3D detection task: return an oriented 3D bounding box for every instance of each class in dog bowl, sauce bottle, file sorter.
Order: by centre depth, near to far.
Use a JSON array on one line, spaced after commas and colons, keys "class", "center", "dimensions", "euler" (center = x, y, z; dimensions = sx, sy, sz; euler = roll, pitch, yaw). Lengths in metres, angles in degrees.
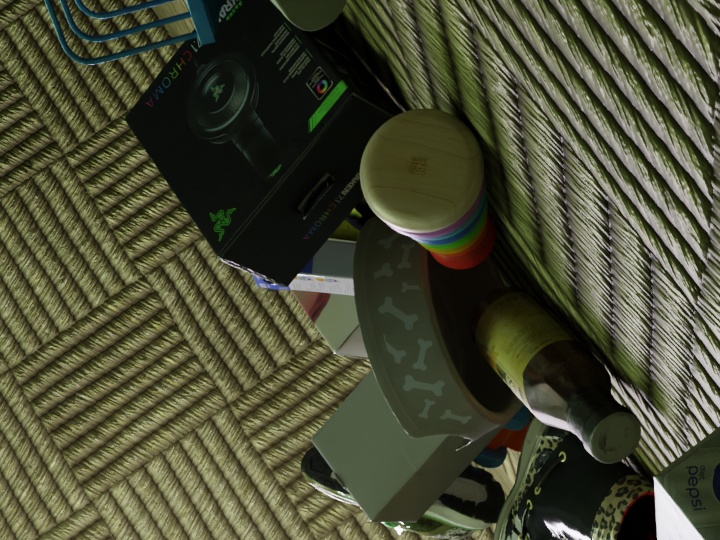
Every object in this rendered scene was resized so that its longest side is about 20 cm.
[{"class": "sauce bottle", "center": [0.142, 0.077, 1.390], "dimensions": [0.066, 0.066, 0.200], "euler": [57, 178, -29]}, {"class": "dog bowl", "center": [0.067, 0.043, 1.506], "dimensions": [0.200, 0.058, 0.201], "euler": [46, -146, -44]}, {"class": "file sorter", "center": [-0.186, -0.270, 1.521], "dimensions": [0.201, 0.122, 0.140], "euler": [-93, -13, -60]}]

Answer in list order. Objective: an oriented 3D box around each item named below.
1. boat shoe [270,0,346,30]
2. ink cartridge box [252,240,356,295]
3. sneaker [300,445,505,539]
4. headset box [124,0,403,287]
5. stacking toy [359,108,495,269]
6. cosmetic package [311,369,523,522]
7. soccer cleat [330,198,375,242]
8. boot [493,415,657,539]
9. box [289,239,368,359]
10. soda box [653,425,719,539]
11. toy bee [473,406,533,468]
[{"class": "boat shoe", "center": [-0.079, -0.253, 1.319], "dimensions": [0.072, 0.070, 0.201], "euler": [46, 173, 50]}, {"class": "ink cartridge box", "center": [0.000, 0.000, 1.749], "dimensions": [0.119, 0.198, 0.042], "euler": [81, -168, -82]}, {"class": "sneaker", "center": [0.033, 0.222, 1.798], "dimensions": [0.077, 0.198, 0.089], "euler": [-83, 13, -47]}, {"class": "headset box", "center": [-0.072, -0.112, 1.536], "dimensions": [0.092, 0.174, 0.200], "euler": [24, -157, -49]}, {"class": "stacking toy", "center": [0.057, -0.046, 1.353], "dimensions": [0.086, 0.085, 0.200], "euler": [54, 180, 17]}, {"class": "cosmetic package", "center": [0.062, 0.122, 1.691], "dimensions": [0.090, 0.200, 0.107], "euler": [8, -141, -54]}, {"class": "soccer cleat", "center": [-0.030, -0.059, 1.738], "dimensions": [0.084, 0.198, 0.065], "euler": [118, 160, -80]}, {"class": "boot", "center": [0.183, 0.228, 1.584], "dimensions": [0.154, 0.073, 0.205], "euler": [44, 129, 55]}, {"class": "box", "center": [-0.012, -0.015, 1.984], "dimensions": [0.127, 0.109, 0.201], "euler": [13, -144, -55]}, {"class": "soda box", "center": [0.213, 0.147, 1.087], "dimensions": [0.068, 0.063, 0.200], "euler": [53, 176, 22]}, {"class": "toy bee", "center": [0.134, 0.146, 1.837], "dimensions": [0.200, 0.131, 0.109], "euler": [46, -156, -14]}]
